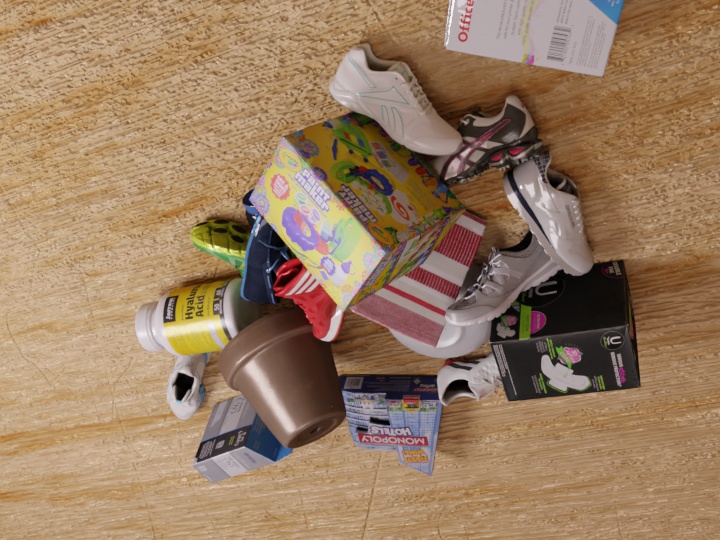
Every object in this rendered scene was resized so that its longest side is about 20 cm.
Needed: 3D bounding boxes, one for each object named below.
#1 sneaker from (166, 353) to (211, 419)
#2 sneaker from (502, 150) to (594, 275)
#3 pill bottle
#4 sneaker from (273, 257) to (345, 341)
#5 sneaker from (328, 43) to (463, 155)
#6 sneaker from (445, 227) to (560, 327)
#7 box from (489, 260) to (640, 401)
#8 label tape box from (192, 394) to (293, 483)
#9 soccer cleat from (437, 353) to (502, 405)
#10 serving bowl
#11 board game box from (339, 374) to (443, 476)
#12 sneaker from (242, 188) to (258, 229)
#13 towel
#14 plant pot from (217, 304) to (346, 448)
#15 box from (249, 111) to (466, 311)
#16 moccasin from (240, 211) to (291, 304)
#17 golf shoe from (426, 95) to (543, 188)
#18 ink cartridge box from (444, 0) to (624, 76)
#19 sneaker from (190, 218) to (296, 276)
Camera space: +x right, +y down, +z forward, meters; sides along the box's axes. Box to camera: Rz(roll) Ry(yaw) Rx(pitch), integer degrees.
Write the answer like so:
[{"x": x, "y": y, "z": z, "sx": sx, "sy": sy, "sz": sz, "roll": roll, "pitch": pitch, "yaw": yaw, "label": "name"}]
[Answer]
[{"x": -0.324, "y": 0.216, "z": 1.699, "sx": 0.073, "sy": 0.088, "sz": 0.202, "roll": 15, "pitch": 133, "yaw": -1, "label": "sneaker"}, {"x": 0.280, "y": -0.075, "z": 1.305, "sx": 0.080, "sy": 0.077, "sz": 0.200, "roll": -31, "pitch": 118, "yaw": 23, "label": "sneaker"}, {"x": -0.270, "y": 0.082, "z": 1.553, "sx": 0.196, "sy": 0.112, "sz": 0.112, "roll": -10, "pitch": 127, "yaw": 22, "label": "pill bottle"}, {"x": -0.076, "y": 0.034, "z": 1.373, "sx": 0.113, "sy": 0.080, "sz": 0.201, "roll": 7, "pitch": 143, "yaw": -11, "label": "sneaker"}, {"x": 0.053, "y": -0.221, "z": 1.222, "sx": 0.198, "sy": 0.070, "sz": 0.081, "roll": 33, "pitch": 122, "yaw": 6, "label": "sneaker"}, {"x": 0.197, "y": 0.007, "z": 1.357, "sx": 0.198, "sy": 0.075, "sz": 0.083, "roll": -35, "pitch": 106, "yaw": -12, "label": "sneaker"}, {"x": 0.303, "y": 0.089, "z": 1.381, "sx": 0.196, "sy": 0.150, "sz": 0.126, "roll": -8, "pitch": 127, "yaw": 19, "label": "box"}, {"x": -0.197, "y": 0.286, "z": 1.684, "sx": 0.198, "sy": 0.145, "sz": 0.066, "roll": -25, "pitch": 121, "yaw": 31, "label": "label tape box"}, {"x": 0.212, "y": 0.168, "z": 1.516, "sx": 0.197, "sy": 0.086, "sz": 0.069, "roll": -17, "pitch": 124, "yaw": 27, "label": "soccer cleat"}, {"x": 0.121, "y": 0.069, "z": 1.470, "sx": 0.196, "sy": 0.066, "sz": 0.203, "roll": 8, "pitch": 132, "yaw": 9, "label": "serving bowl"}, {"x": 0.067, "y": 0.278, "z": 1.664, "sx": 0.196, "sy": 0.062, "sz": 0.203, "roll": -1, "pitch": 128, "yaw": 16, "label": "board game box"}, {"x": -0.079, "y": -0.082, "z": 1.398, "sx": 0.196, "sy": 0.071, "sz": 0.079, "roll": 4, "pitch": 134, "yaw": 21, "label": "sneaker"}, {"x": 0.085, "y": -0.007, "z": 1.366, "sx": 0.142, "sy": 0.023, "sz": 0.203, "roll": 24, "pitch": 91, "yaw": -11, "label": "towel"}, {"x": -0.108, "y": 0.182, "z": 1.497, "sx": 0.197, "sy": 0.177, "sz": 0.201, "roll": -25, "pitch": 159, "yaw": -10, "label": "plant pot"}, {"x": -0.003, "y": -0.089, "z": 1.235, "sx": 0.201, "sy": 0.191, "sz": 0.122, "roll": 49, "pitch": 132, "yaw": 13, "label": "box"}, {"x": -0.129, "y": -0.027, "z": 1.375, "sx": 0.067, "sy": 0.081, "sz": 0.201, "roll": 18, "pitch": 143, "yaw": 2, "label": "moccasin"}, {"x": 0.150, "y": -0.167, "z": 1.272, "sx": 0.197, "sy": 0.077, "sz": 0.090, "roll": -18, "pitch": 97, "yaw": 31, "label": "golf shoe"}, {"x": 0.205, "y": -0.326, "z": 1.100, "sx": 0.196, "sy": 0.085, "sz": 0.146, "roll": 10, "pitch": 131, "yaw": 4, "label": "ink cartridge box"}, {"x": -0.178, "y": -0.015, "z": 1.471, "sx": 0.197, "sy": 0.075, "sz": 0.084, "roll": 21, "pitch": 128, "yaw": -4, "label": "sneaker"}]
